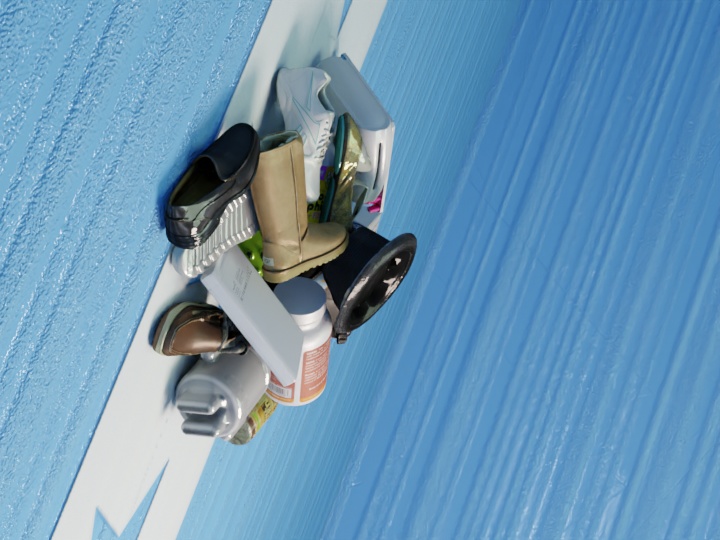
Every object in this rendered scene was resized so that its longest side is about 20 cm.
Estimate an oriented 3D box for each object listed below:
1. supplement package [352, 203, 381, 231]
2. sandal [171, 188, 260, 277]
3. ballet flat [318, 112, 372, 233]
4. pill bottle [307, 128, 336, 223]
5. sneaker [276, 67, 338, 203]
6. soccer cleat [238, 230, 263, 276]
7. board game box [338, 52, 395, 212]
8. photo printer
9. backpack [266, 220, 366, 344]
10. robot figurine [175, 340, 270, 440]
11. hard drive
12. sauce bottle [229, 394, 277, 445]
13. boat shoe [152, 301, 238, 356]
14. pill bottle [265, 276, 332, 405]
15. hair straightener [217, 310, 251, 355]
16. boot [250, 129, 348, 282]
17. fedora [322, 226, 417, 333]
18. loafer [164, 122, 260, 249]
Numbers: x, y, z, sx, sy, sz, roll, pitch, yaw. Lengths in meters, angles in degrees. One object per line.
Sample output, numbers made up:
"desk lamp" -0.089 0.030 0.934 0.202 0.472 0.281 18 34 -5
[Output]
"supplement package" -0.049 -0.025 2.133 0.117 0.116 0.202 -52 158 -59
"sandal" -0.196 -0.067 1.527 0.202 0.049 0.083 -42 137 -42
"ballet flat" -0.017 -0.143 1.684 0.071 0.070 0.202 -51 156 -60
"pill bottle" -0.093 -0.146 1.739 0.104 0.103 0.202 -38 146 -70
"sneaker" -0.073 -0.200 1.633 0.070 0.079 0.203 -45 129 -77
"soccer cleat" -0.146 -0.076 1.662 0.081 0.067 0.202 -43 148 -66
"board game box" -0.006 -0.230 1.886 0.026 0.201 0.201 -16 141 -21
"photo printer" -0.015 -0.219 1.781 0.069 0.201 0.167 -14 140 -23
"backpack" -0.047 -0.006 1.863 0.200 0.182 0.135 -50 -145 18
"robot figurine" -0.208 0.176 1.703 0.200 0.112 0.171 -54 145 -56
"hard drive" -0.150 0.054 1.588 0.027 0.201 0.132 -29 -158 17
"sauce bottle" -0.190 0.248 2.050 0.200 0.064 0.065 -51 158 -61
"boat shoe" -0.223 0.084 1.571 0.202 0.074 0.075 -29 138 -74
"pill bottle" -0.102 0.111 1.768 0.113 0.111 0.201 -59 163 -45
"hair straightener" -0.175 0.076 1.599 0.041 0.077 0.200 -30 -175 17
"boot" -0.085 -0.102 1.581 0.175 0.066 0.202 -34 128 -45
"fedora" 0.000 0.000 1.733 0.200 0.092 0.201 -43 163 -16
"loafer" -0.185 -0.121 1.419 0.073 0.072 0.201 86 24 -54
